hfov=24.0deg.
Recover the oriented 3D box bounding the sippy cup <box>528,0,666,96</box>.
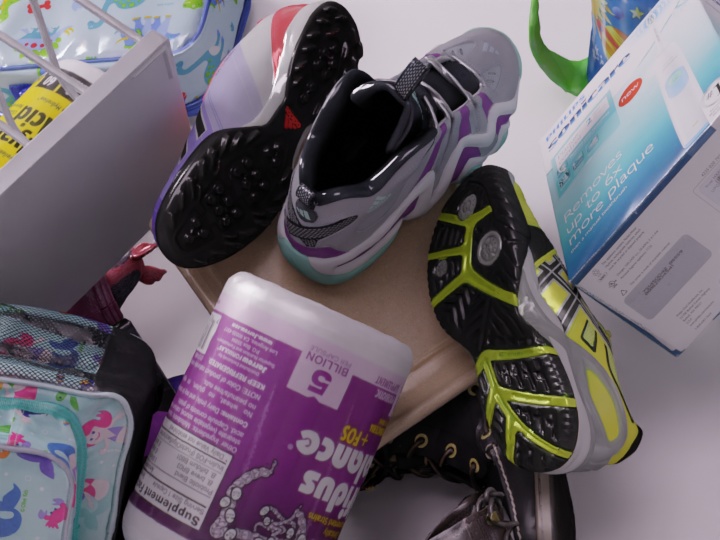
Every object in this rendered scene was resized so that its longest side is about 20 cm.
[{"bbox_3d":[0.210,-0.172,1.128,0.177,0.131,0.140,-31,49,-7],"label":"sippy cup"}]

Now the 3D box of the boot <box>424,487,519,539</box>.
[{"bbox_3d":[0.100,0.190,0.866,0.199,0.069,0.175,-27,74,-2],"label":"boot"}]

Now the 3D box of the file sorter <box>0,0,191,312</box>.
[{"bbox_3d":[-0.213,-0.059,1.008,0.124,0.139,0.200,33,66,23],"label":"file sorter"}]

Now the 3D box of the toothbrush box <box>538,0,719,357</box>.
[{"bbox_3d":[0.189,-0.068,0.996,0.147,0.085,0.200,-50,16,23],"label":"toothbrush box"}]

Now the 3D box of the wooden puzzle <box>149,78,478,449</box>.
[{"bbox_3d":[0.000,0.000,1.011,0.184,0.037,0.200,-32,70,-17],"label":"wooden puzzle"}]

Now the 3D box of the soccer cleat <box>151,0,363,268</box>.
[{"bbox_3d":[-0.072,-0.081,1.003,0.073,0.068,0.201,3,51,42],"label":"soccer cleat"}]

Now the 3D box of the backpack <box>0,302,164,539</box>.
[{"bbox_3d":[-0.221,0.106,0.899,0.199,0.179,0.151,15,27,1],"label":"backpack"}]

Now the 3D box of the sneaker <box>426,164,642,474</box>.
[{"bbox_3d":[0.096,0.030,0.954,0.075,0.076,0.201,-41,49,36],"label":"sneaker"}]

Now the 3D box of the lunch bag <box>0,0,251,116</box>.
[{"bbox_3d":[-0.192,-0.186,1.306,0.198,0.083,0.162,-4,50,16],"label":"lunch bag"}]

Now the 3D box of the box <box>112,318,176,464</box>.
[{"bbox_3d":[-0.183,0.143,1.006,0.199,0.143,0.036,-34,6,-8],"label":"box"}]

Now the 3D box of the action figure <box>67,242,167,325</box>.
[{"bbox_3d":[-0.215,0.033,1.069,0.199,0.135,0.149,-29,18,-2],"label":"action figure"}]

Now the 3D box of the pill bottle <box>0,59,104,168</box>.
[{"bbox_3d":[-0.236,-0.044,1.185,0.111,0.112,0.200,24,63,33],"label":"pill bottle"}]

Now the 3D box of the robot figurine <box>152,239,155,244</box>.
[{"bbox_3d":[-0.036,-0.048,1.119,0.198,0.114,0.170,-8,12,12],"label":"robot figurine"}]

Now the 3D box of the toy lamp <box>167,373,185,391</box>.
[{"bbox_3d":[-0.159,0.116,1.066,0.199,0.058,0.058,-23,48,-1],"label":"toy lamp"}]

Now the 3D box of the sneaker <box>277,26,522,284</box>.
[{"bbox_3d":[0.032,-0.090,0.956,0.078,0.140,0.200,35,68,12],"label":"sneaker"}]

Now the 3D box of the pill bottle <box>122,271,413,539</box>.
[{"bbox_3d":[-0.058,0.112,0.894,0.112,0.112,0.201,22,87,32],"label":"pill bottle"}]

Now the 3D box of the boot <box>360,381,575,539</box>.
[{"bbox_3d":[0.041,0.109,0.993,0.150,0.073,0.201,-14,45,6],"label":"boot"}]
